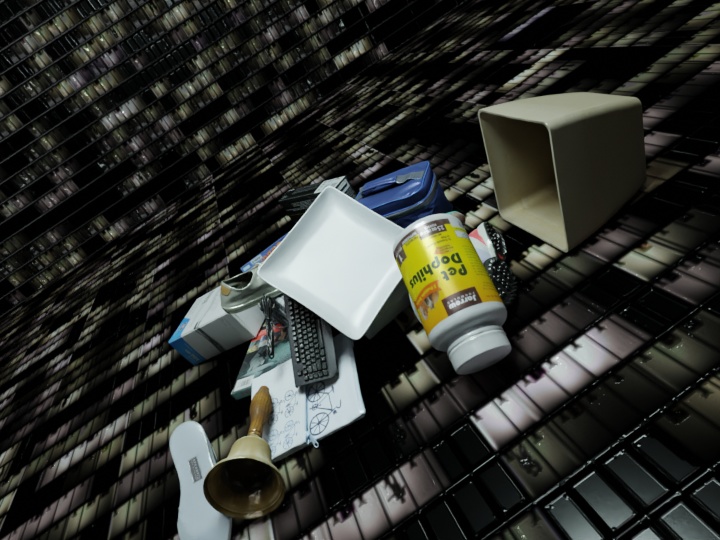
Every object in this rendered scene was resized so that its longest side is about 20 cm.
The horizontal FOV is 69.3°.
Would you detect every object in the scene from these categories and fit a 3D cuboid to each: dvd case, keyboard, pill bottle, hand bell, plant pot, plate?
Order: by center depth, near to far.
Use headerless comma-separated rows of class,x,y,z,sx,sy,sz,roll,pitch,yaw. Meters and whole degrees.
pill bottle,0.124,0.031,0.700,0.108,0.109,0.202,-27,61,11
hand bell,-0.151,0.232,0.742,0.103,0.105,0.200,-28,24,9
plant pot,0.327,-0.180,0.821,0.176,0.201,0.200,-24,26,-6
plate,-0.029,-0.014,0.831,0.199,0.032,0.200,31,69,15
keyboard,-0.108,0.085,0.835,0.126,0.021,0.202,-19,67,18
dvd case,-0.156,0.144,0.984,0.145,0.022,0.201,-23,28,20

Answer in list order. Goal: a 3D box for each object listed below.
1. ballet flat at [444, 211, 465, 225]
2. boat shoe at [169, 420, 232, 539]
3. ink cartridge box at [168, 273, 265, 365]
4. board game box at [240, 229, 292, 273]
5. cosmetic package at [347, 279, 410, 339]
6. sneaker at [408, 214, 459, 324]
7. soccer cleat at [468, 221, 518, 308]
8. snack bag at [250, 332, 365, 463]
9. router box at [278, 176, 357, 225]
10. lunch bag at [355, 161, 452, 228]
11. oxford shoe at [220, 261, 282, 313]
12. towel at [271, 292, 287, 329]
ballet flat,0.111,-0.033,0.955,0.199,0.068,0.068,-30,46,17
boat shoe,-0.220,0.312,0.729,0.073,0.068,0.200,-27,50,-13
ink cartridge box,-0.291,0.098,1.112,0.199,0.086,0.147,-24,28,29
board game box,-0.155,-0.045,1.060,0.135,0.035,0.200,-36,6,8
cosmetic package,0.000,0.000,0.891,0.150,0.052,0.200,-36,60,-27
sneaker,0.124,-0.004,0.811,0.080,0.071,0.202,127,156,-48
soccer cleat,0.192,0.002,0.808,0.073,0.068,0.201,-41,22,29
snack bag,-0.086,0.193,0.805,0.199,0.021,0.189,-29,34,11
router box,-0.078,-0.128,1.200,0.199,0.150,0.051,-3,40,44
lunch bag,0.071,-0.131,1.064,0.198,0.133,0.136,-15,32,30
oxford shoe,-0.160,0.009,0.925,0.199,0.058,0.075,-27,29,-27
towel,-0.091,0.042,0.983,0.165,0.086,0.199,-30,33,-25
